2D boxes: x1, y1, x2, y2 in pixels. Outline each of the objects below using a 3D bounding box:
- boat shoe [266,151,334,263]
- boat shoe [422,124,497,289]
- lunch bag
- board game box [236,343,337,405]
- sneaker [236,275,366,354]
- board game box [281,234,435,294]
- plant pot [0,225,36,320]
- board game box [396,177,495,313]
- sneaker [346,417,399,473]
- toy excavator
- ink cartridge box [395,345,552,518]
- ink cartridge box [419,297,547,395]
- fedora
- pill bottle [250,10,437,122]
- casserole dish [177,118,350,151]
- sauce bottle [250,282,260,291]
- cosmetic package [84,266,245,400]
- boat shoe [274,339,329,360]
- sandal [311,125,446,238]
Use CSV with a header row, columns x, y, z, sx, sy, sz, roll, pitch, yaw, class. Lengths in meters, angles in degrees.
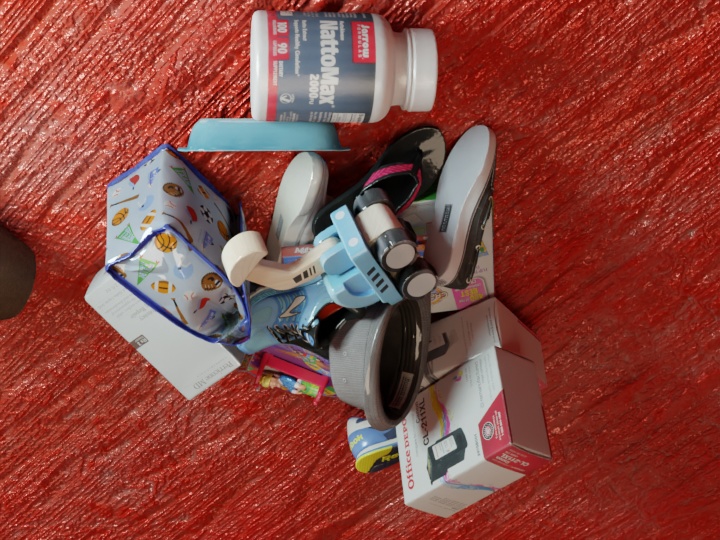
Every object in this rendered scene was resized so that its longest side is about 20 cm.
x,y,z,sx,sy,sz,roll,pitch,yaw,class
-0.064,-0.065,1.569,0.068,0.072,0.201,-3,133,-24,boat shoe
0.128,-0.074,1.531,0.056,0.068,0.202,21,85,-39,boat shoe
-0.200,-0.024,1.520,0.123,0.171,0.200,-31,127,18,lunch bag
-0.101,0.150,1.711,0.199,0.039,0.158,1,150,40,board game box
-0.076,0.058,1.566,0.199,0.090,0.078,-27,139,23,sneaker
0.000,0.000,1.598,0.198,0.020,0.103,-5,143,-6,board game box
-0.496,-0.011,1.508,0.199,0.188,0.187,18,130,-41,plant pot
0.096,-0.029,1.638,0.152,0.041,0.201,-7,133,-1,board game box
0.070,0.225,1.851,0.199,0.083,0.074,-13,142,-24,sneaker
-0.035,-0.008,1.466,0.199,0.100,0.195,-33,137,5,toy excavator
0.141,0.213,1.650,0.082,0.147,0.200,22,136,-35,ink cartridge box
0.134,0.133,1.737,0.199,0.085,0.146,-23,142,25,ink cartridge box
0.019,0.099,1.610,0.090,0.177,0.202,11,114,25,fedora
-0.020,-0.222,1.391,0.198,0.120,0.120,0,133,-7,pill bottle
-0.110,-0.155,1.457,0.198,0.121,0.039,0,96,-5,casserole dish
-0.072,0.046,1.670,0.198,0.066,0.066,6,132,-14,sauce bottle
-0.245,0.061,1.628,0.101,0.074,0.200,-34,111,24,cosmetic package
-0.079,0.105,1.721,0.199,0.071,0.064,23,125,-28,boat shoe
0.030,-0.093,1.522,0.200,0.045,0.075,-41,114,-4,sandal
